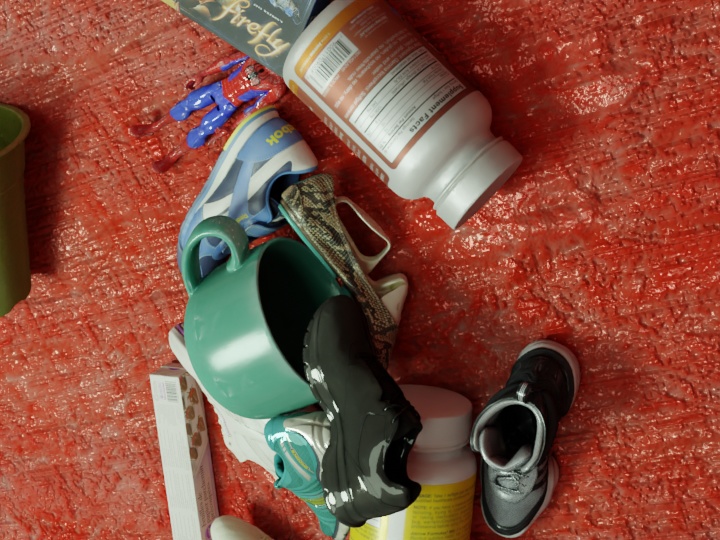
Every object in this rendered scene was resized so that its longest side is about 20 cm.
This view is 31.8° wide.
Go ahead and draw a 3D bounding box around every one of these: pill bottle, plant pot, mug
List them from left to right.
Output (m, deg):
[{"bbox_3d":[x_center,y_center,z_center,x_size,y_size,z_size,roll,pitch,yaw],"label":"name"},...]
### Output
[{"bbox_3d":[-0.422,-0.050,1.315,0.199,0.200,0.191,10,124,25],"label":"plant pot"},{"bbox_3d":[-0.097,0.046,1.180,0.114,0.152,0.186,-25,80,28],"label":"mug"},{"bbox_3d":[0.038,-0.134,1.070,0.200,0.112,0.112,45,121,7],"label":"pill bottle"},{"bbox_3d":[0.049,0.216,1.178,0.114,0.114,0.202,11,104,24],"label":"pill bottle"}]

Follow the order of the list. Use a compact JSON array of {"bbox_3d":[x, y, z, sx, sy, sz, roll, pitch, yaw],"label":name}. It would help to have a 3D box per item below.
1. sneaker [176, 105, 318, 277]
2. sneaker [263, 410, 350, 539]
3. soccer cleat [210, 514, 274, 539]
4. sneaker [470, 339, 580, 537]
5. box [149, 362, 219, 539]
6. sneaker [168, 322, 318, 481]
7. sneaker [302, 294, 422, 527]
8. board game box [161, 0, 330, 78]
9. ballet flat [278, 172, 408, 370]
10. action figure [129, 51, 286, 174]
[{"bbox_3d":[-0.109,-0.056,1.198,0.082,0.074,0.201,37,121,9],"label":"sneaker"},{"bbox_3d":[-0.042,0.191,1.208,0.079,0.078,0.201,2,142,12],"label":"sneaker"},{"bbox_3d":[-0.069,0.318,1.312,0.200,0.069,0.078,44,116,0],"label":"soccer cleat"},{"bbox_3d":[0.133,0.165,1.121,0.075,0.114,0.201,21,116,20],"label":"sneaker"},{"bbox_3d":[-0.185,0.197,1.343,0.041,0.039,0.201,3,108,28],"label":"box"},{"bbox_3d":[-0.126,0.136,1.270,0.200,0.075,0.100,42,120,9],"label":"sneaker"},{"bbox_3d":[0.009,0.117,1.099,0.090,0.076,0.201,-17,80,34],"label":"sneaker"},{"bbox_3d":[-0.114,-0.278,1.106,0.199,0.035,0.136,33,119,14],"label":"board game box"},{"bbox_3d":[0.000,0.000,1.161,0.075,0.068,0.201,-30,106,-3],"label":"ballet flat"},{"bbox_3d":[-0.134,-0.158,1.192,0.199,0.052,0.066,-29,88,30],"label":"action figure"}]
